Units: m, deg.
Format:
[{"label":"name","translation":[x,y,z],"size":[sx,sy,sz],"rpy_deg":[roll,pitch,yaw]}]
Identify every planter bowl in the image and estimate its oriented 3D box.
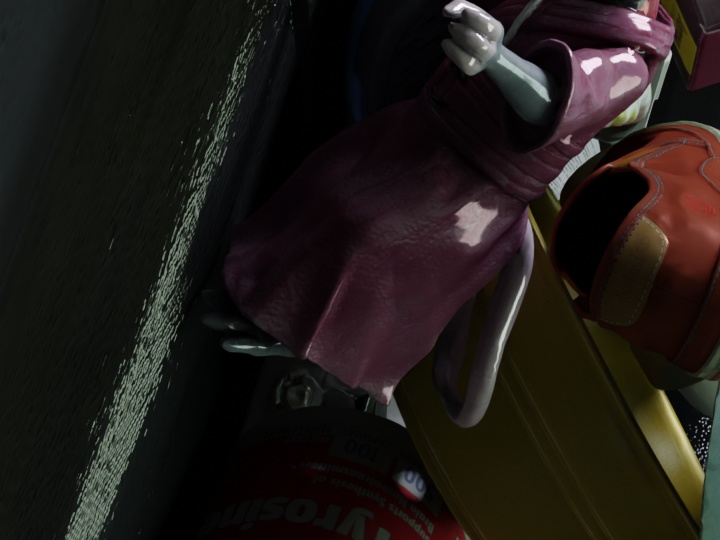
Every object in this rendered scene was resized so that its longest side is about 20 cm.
[{"label":"planter bowl","translation":[0.065,0.051,0.972],"size":[0.083,0.201,0.200],"rpy_deg":[-28,-177,9]}]

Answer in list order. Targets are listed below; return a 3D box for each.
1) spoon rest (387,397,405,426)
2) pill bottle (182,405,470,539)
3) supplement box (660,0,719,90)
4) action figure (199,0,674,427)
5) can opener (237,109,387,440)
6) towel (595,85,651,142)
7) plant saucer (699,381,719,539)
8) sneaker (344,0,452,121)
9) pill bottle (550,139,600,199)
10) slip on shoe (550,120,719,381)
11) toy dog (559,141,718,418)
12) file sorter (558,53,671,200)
[{"label":"spoon rest","translation":[0.008,0.037,1.195],"size":[0.061,0.099,0.201],"rpy_deg":[-94,-178,-48]},{"label":"pill bottle","translation":[-0.028,0.149,0.958],"size":[0.200,0.112,0.113],"rpy_deg":[-67,174,-55]},{"label":"supplement box","translation":[0.130,-0.183,0.985],"size":[0.110,0.085,0.201],"rpy_deg":[63,6,-81]},{"label":"action figure","translation":[0.045,-0.039,0.796],"size":[0.200,0.149,0.134],"rpy_deg":[-44,-153,21]},{"label":"can opener","translation":[0.000,0.000,1.084],"size":[0.066,0.052,0.201],"rpy_deg":[45,60,-73]},{"label":"towel","translation":[0.071,-0.131,0.954],"size":[0.200,0.048,0.172],"rpy_deg":[1,74,-86]},{"label":"plant saucer","translation":[0.168,0.051,0.922],"size":[0.201,0.039,0.202],"rpy_deg":[9,90,-68]},{"label":"sneaker","translation":[0.017,-0.084,0.970],"size":[0.066,0.079,0.200],"rpy_deg":[-34,163,0]},{"label":"pill bottle","translation":[0.068,-0.042,1.381],"size":[0.200,0.113,0.114],"rpy_deg":[-65,172,-57]},{"label":"slip on shoe","translation":[0.095,-0.014,0.871],"size":[0.200,0.061,0.074],"rpy_deg":[-97,-154,-76]},{"label":"toy dog","translation":[0.153,0.001,1.044],"size":[0.096,0.132,0.200],"rpy_deg":[-28,176,9]},{"label":"file sorter","translation":[0.093,-0.146,1.186],"size":[0.139,0.124,0.201],"rpy_deg":[100,9,-56]}]
